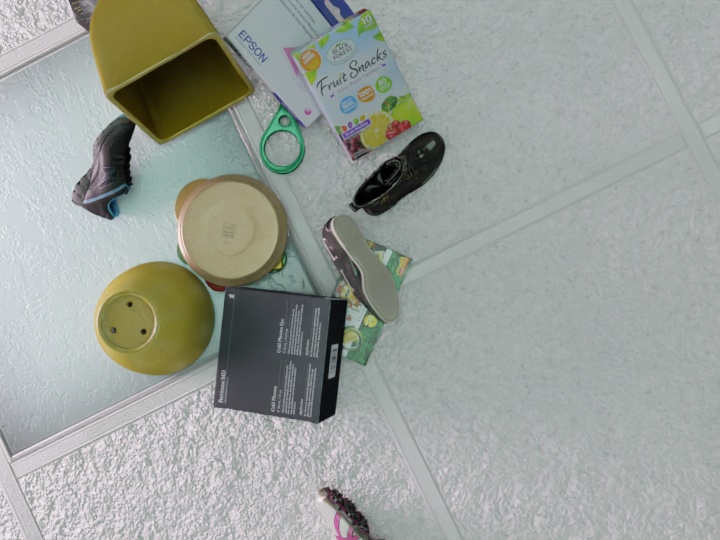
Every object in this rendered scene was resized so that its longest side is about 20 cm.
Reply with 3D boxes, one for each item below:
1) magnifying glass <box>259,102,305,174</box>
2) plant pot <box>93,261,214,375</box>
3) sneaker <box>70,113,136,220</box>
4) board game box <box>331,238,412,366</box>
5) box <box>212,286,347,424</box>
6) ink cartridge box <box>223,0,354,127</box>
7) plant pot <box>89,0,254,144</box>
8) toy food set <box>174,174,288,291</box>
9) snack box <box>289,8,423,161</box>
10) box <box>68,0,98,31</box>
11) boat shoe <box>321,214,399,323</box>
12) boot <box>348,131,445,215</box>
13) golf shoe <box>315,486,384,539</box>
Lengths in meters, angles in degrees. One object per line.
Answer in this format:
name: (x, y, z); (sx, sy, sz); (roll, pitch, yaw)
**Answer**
magnifying glass: (-0.131, -0.268, 1.209); (0.079, 0.022, 0.201); (5, 91, 3)
plant pot: (-0.358, 0.081, 1.151); (0.200, 0.142, 0.201); (0, 88, 3)
sneaker: (-0.416, -0.176, 1.182); (0.082, 0.073, 0.200); (33, 119, -5)
board game box: (0.003, 0.051, 1.191); (0.105, 0.023, 0.200); (23, 90, 2)
box: (-0.129, 0.133, 1.141); (0.182, 0.104, 0.201); (6, 89, 14)
ink cartridge box: (-0.087, -0.376, 1.146); (0.200, 0.043, 0.196); (-46, 116, -3)
plant pot: (-0.326, -0.367, 1.144); (0.195, 0.194, 0.200); (-29, 74, 2)
toy food set: (-0.222, -0.065, 1.193); (0.199, 0.049, 0.198); (-6, 88, 3)
snack box: (-0.004, -0.301, 1.140); (0.142, 0.053, 0.200); (-31, 116, -1)
box: (-0.424, -0.534, 1.216); (0.200, 0.050, 0.158); (-22, 88, 3)
boat shoe: (0.000, 0.000, 1.161); (0.067, 0.057, 0.200); (-29, 90, -34)
boot: (0.065, -0.157, 1.116); (0.069, 0.174, 0.200); (44, 91, 3)
golf shoe: (-0.018, 0.455, 1.156); (0.092, 0.073, 0.200); (-40, 87, 3)
